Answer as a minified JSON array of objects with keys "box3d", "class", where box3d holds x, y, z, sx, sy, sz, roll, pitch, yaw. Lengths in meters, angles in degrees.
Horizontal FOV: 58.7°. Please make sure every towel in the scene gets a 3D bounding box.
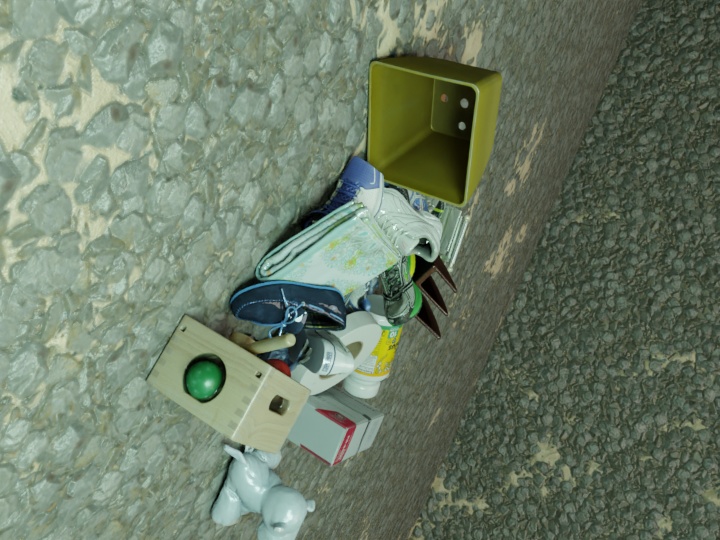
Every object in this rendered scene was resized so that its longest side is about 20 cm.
[{"box3d":[-0.045,-0.012,1.006,0.197,0.049,0.171,-31,147,10],"class":"towel"}]

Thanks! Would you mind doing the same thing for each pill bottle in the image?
[{"box3d":[0.022,0.165,1.372,0.112,0.111,0.205,-23,132,-58],"class":"pill bottle"}]

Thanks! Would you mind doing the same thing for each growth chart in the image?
[{"box3d":[0.181,-0.088,1.443,0.017,0.200,0.148,14,107,-24],"class":"growth chart"}]

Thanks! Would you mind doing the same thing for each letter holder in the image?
[{"box3d":[0.142,0.030,1.328,0.100,0.142,0.201,-41,-160,12],"class":"letter holder"}]

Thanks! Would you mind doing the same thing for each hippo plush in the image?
[{"box3d":[-0.152,0.389,1.126,0.158,0.159,0.204,-27,141,-56],"class":"hippo plush"}]

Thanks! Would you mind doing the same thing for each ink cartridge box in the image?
[{"box3d":[-0.058,0.304,1.285,0.085,0.143,0.199,-67,157,4],"class":"ink cartridge box"}]

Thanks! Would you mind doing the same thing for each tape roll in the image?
[{"box3d":[-0.047,0.160,1.221,0.201,0.037,0.204,-33,156,-17],"class":"tape roll"}]

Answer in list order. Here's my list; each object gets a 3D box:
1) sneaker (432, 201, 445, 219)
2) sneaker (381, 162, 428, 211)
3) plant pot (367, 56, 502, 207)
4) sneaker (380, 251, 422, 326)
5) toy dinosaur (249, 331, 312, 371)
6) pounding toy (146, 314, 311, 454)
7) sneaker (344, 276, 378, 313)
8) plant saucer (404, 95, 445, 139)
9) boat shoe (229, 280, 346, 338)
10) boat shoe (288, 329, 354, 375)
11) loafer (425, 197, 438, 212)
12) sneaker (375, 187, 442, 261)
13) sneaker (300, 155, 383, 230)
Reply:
[{"box3d":[0.171,-0.172,1.429,0.076,0.074,0.204,-14,126,-61],"class":"sneaker"},{"box3d":[0.078,-0.138,1.235,0.201,0.074,0.078,53,39,-42],"class":"sneaker"},{"box3d":[0.140,-0.259,1.092,0.176,0.197,0.204,-38,141,-43],"class":"plant pot"},{"box3d":[0.061,0.014,1.189,0.085,0.077,0.203,48,27,-42],"class":"sneaker"},{"box3d":[-0.161,0.143,1.046,0.200,0.104,0.183,-41,-164,53],"class":"toy dinosaur"},{"box3d":[-0.159,0.139,0.857,0.144,0.181,0.200,-60,156,-12],"class":"pounding toy"},{"box3d":[0.000,0.000,1.202,0.077,0.084,0.204,-41,146,-44],"class":"sneaker"},{"box3d":[0.116,-0.303,1.237,0.201,0.032,0.203,-49,152,-36],"class":"plant saucer"},{"box3d":[-0.098,0.060,0.967,0.196,0.070,0.084,-1,146,-32],"class":"boat shoe"},{"box3d":[-0.068,0.132,1.054,0.064,0.200,0.075,15,97,-24],"class":"boat shoe"},{"box3d":[0.099,-0.102,1.339,0.201,0.070,0.070,-49,-172,-26],"class":"loafer"},{"box3d":[0.071,-0.079,1.161,0.078,0.196,0.101,-52,-155,38],"class":"sneaker"},{"box3d":[-0.034,-0.088,1.049,0.203,0.079,0.115,-67,159,5],"class":"sneaker"}]
